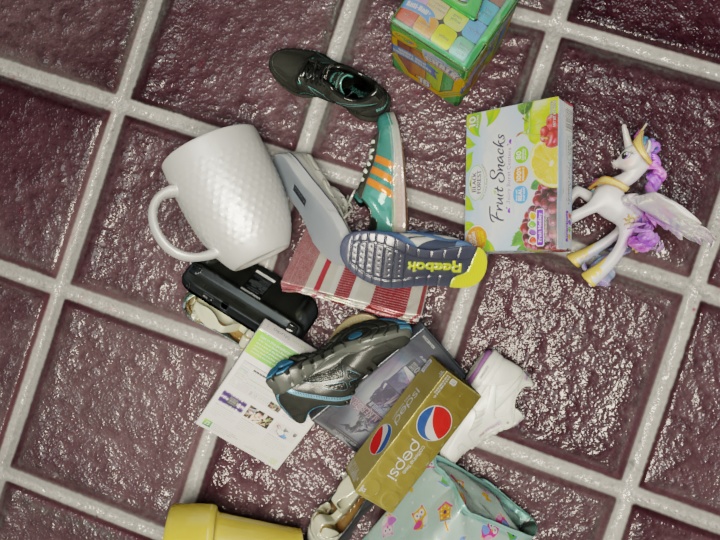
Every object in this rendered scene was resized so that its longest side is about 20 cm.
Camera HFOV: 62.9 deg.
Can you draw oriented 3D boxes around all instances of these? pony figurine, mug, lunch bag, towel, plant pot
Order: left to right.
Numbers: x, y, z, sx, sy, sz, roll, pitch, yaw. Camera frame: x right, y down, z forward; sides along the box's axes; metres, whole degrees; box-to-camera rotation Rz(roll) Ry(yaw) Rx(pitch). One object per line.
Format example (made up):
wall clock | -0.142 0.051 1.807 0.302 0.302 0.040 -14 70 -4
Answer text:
mug | -0.199 -0.086 0.835 0.200 0.148 0.176 -26 90 -30
plant pot | -0.178 0.431 0.822 0.188 0.201 0.202 3 89 -11
towel | 0.000 0.000 0.847 0.199 0.144 0.023 14 134 5
lunch bag | 0.132 0.373 0.810 0.200 0.122 0.171 33 99 -31
pony figurine | 0.368 -0.074 0.804 0.200 0.166 0.193 -47 74 19

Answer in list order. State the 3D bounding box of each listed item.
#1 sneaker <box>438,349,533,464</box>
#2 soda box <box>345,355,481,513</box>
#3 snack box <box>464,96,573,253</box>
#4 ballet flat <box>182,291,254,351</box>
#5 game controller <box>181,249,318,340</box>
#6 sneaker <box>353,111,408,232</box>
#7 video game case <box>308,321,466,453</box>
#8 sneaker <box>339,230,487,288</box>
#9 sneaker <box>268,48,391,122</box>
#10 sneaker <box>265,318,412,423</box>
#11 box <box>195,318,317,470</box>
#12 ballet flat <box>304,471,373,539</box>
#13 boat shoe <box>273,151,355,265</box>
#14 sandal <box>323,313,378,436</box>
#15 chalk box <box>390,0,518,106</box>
sneaker | 0.173 0.218 0.841 0.099 0.075 0.200 30 92 4
soda box | 0.069 0.220 0.796 0.068 0.064 0.200 37 92 -18
snack box | 0.218 -0.126 0.823 0.142 0.053 0.201 0 88 43
ballet flat | -0.181 0.088 0.881 0.200 0.074 0.074 27 91 7
game controller | -0.161 0.035 0.873 0.200 0.104 0.042 32 127 5
sneaker | 0.026 -0.134 0.865 0.080 0.071 0.201 -3 84 8
video game case | 0.043 0.175 0.837 0.200 0.019 0.143 -40 130 3
sneaker | 0.068 -0.019 0.810 0.199 0.082 0.074 8 108 -10
sneaker | -0.047 -0.288 0.873 0.199 0.079 0.076 22 91 7
sneaker | -0.020 0.127 0.772 0.199 0.073 0.082 -24 102 2
box | -0.127 0.182 0.845 0.144 0.036 0.200 33 114 -8
ballet flat | -0.031 0.350 0.859 0.073 0.073 0.200 40 91 5
boat shoe | -0.046 -0.098 0.864 0.086 0.075 0.202 -19 61 -34
sandal | -0.014 0.141 0.870 0.077 0.070 0.212 16 113 5
chalk box | 0.123 -0.330 0.796 0.124 0.200 0.124 36 92 5
